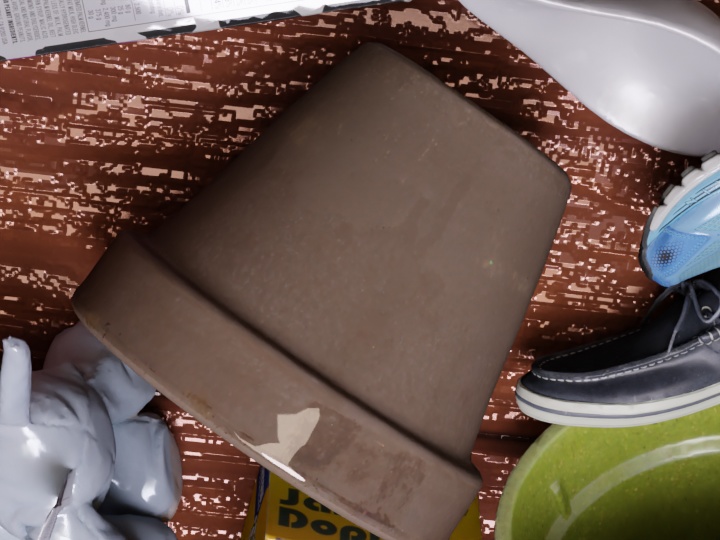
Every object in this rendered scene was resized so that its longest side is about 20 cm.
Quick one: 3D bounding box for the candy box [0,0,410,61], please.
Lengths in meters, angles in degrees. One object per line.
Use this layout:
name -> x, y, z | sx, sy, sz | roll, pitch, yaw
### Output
candy box -> -0.081, -0.146, 0.955 | 0.199, 0.136, 0.061 | -8, 115, 2

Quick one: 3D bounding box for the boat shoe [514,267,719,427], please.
boat shoe -> 0.167, 0.026, 1.072 | 0.200, 0.075, 0.062 | -14, 105, 2

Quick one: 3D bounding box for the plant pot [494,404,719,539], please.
plant pot -> 0.179, 0.178, 1.089 | 0.200, 0.201, 0.185 | -12, 125, 5

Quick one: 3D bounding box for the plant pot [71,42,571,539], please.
plant pot -> 0.000, 0.000, 1.006 | 0.200, 0.200, 0.175 | 34, 92, -15

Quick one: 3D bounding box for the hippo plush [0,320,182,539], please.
hippo plush -> -0.181, 0.111, 1.049 | 0.160, 0.200, 0.160 | -10, 92, 12

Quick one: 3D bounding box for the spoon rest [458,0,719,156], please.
spoon rest -> 0.096, -0.115, 1.004 | 0.200, 0.099, 0.061 | 40, 64, -12

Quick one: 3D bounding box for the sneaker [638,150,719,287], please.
sneaker -> 0.221, -0.025, 1.008 | 0.200, 0.078, 0.090 | -17, 79, 10

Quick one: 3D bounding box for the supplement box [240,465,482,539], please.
supplement box -> -0.017, 0.198, 1.123 | 0.109, 0.110, 0.200 | 12, 113, -6
